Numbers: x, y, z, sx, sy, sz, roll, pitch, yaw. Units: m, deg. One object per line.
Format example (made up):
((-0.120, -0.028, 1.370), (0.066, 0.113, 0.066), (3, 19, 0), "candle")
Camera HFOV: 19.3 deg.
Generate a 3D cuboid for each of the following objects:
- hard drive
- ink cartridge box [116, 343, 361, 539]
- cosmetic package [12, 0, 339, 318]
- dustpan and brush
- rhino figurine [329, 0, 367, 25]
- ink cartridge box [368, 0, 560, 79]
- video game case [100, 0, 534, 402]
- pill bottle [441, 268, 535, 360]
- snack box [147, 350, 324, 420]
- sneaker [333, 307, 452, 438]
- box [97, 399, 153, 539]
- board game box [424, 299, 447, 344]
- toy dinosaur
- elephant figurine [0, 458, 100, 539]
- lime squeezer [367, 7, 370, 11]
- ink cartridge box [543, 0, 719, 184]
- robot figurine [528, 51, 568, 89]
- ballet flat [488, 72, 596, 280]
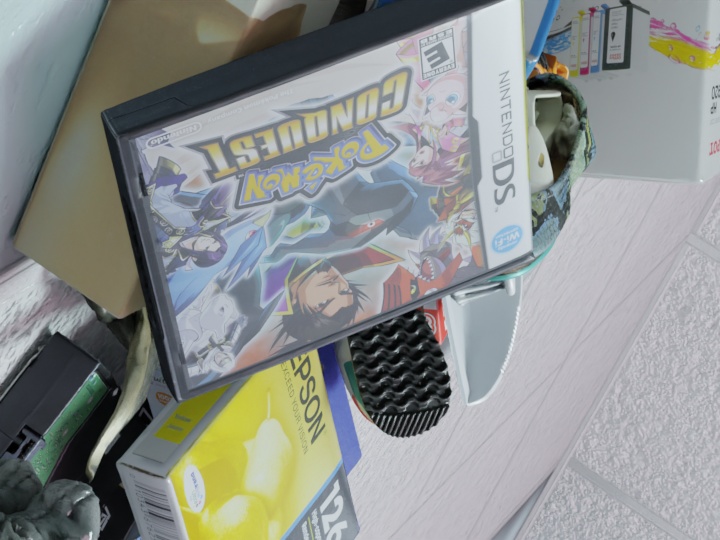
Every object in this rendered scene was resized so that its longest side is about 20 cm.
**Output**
((-0.185, 0.122, 1.216), (0.140, 0.038, 0.200), (-54, 167, -11), "hard drive")
((-0.052, 0.116, 1.247), (0.200, 0.047, 0.198), (-49, 142, -34), "ink cartridge box")
((-0.082, -0.086, 1.014), (0.105, 0.071, 0.200), (-34, 154, -57), "cosmetic package")
((0.084, -0.025, 1.312), (0.200, 0.057, 0.140), (-81, 162, -60), "dustpan and brush")
((-0.019, -0.158, 1.093), (0.200, 0.060, 0.087), (-63, 163, 20), "rhino figurine")
((0.038, -0.111, 1.128), (0.200, 0.084, 0.145), (118, -5, -50), "ink cartridge box")
((-0.012, -0.037, 1.003), (0.200, 0.026, 0.181), (-22, 138, -14), "video game case")
((0.074, -0.024, 1.612), (0.200, 0.120, 0.120), (-42, 161, -46), "pill bottle")
((-0.055, 0.031, 1.301), (0.200, 0.053, 0.142), (-53, 144, -37), "snack box")
((0.000, 0.000, 1.274), (0.070, 0.200, 0.093), (-13, -177, -15), "sneaker")
((-0.106, 0.101, 1.433), (0.160, 0.044, 0.200), (-60, 166, 16), "box")
((0.053, -0.068, 1.384), (0.200, 0.046, 0.152), (-59, 149, -52), "board game box")
((-0.118, 0.019, 1.129), (0.200, 0.047, 0.088), (-68, 148, -59), "toy dinosaur")
((-0.211, 0.126, 1.000), (0.141, 0.155, 0.200), (-15, 158, 10), "elephant figurine")
((0.034, -0.207, 1.216), (0.071, 0.038, 0.200), (-52, 167, -16), "lime squeezer")
((0.182, -0.167, 1.440), (0.147, 0.145, 0.200), (-24, 117, -68), "ink cartridge box")
((0.093, -0.170, 1.313), (0.145, 0.058, 0.200), (-24, 116, -66), "robot figurine")
((0.088, -0.061, 1.197), (0.074, 0.074, 0.200), (-63, 179, 27), "ballet flat")
